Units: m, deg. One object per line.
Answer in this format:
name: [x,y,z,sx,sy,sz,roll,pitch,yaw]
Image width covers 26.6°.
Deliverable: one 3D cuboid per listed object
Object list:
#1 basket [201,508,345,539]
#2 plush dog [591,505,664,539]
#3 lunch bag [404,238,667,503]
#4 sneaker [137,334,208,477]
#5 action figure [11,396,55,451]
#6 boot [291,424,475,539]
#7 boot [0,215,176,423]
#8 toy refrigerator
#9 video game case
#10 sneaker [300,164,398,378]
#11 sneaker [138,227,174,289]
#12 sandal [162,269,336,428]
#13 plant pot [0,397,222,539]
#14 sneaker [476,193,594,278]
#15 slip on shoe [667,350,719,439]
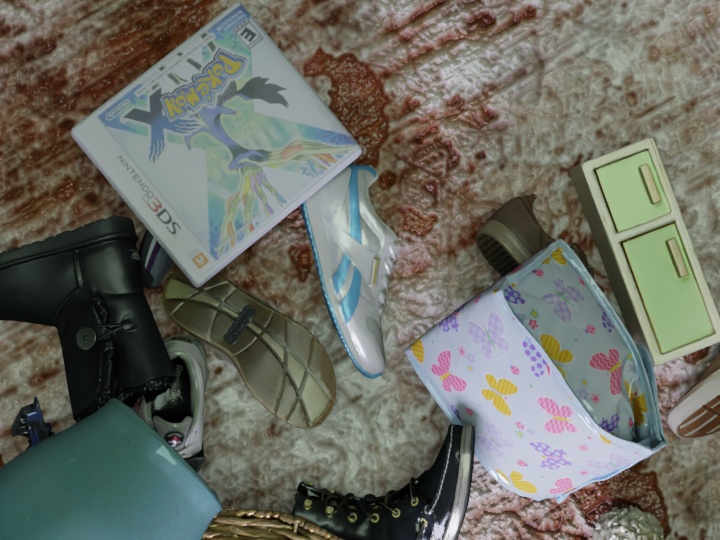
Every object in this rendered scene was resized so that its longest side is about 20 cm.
basket: [-0.075,0.298,1.368,0.198,0.149,0.144,7,70,18]
plush dog: [0.293,0.321,1.372,0.198,0.172,0.162,24,88,-2]
lunch bag: [0.166,0.101,1.368,0.127,0.169,0.201,-32,86,-37]
sneaker: [-0.179,0.162,1.400,0.073,0.089,0.202,2,90,-4]
action figure: [-0.308,0.193,1.388,0.191,0.105,0.202,-5,113,-7]
boot: [0.016,0.216,1.388,0.152,0.074,0.205,16,116,1]
boot: [-0.271,0.060,1.370,0.198,0.076,0.170,-19,76,15]
toy refrigerator: [0.271,-0.017,1.433,0.075,0.070,0.202,-20,89,-3]
video game case: [-0.129,-0.117,1.381,0.200,0.022,0.183,-40,87,-14]
sneaker: [0.000,0.000,1.418,0.080,0.077,0.202,-14,91,-4]
sneaker: [-0.140,-0.067,1.417,0.087,0.074,0.202,24,87,-7]
sandal: [-0.100,0.070,1.427,0.199,0.054,0.081,37,80,14]
plant pot: [-0.224,0.218,1.269,0.200,0.200,0.188,45,76,-1]
sneaker: [0.197,0.015,1.430,0.076,0.070,0.200,-44,99,-22]
slip on shoe: [0.368,0.082,1.443,0.200,0.076,0.061,-39,50,5]
